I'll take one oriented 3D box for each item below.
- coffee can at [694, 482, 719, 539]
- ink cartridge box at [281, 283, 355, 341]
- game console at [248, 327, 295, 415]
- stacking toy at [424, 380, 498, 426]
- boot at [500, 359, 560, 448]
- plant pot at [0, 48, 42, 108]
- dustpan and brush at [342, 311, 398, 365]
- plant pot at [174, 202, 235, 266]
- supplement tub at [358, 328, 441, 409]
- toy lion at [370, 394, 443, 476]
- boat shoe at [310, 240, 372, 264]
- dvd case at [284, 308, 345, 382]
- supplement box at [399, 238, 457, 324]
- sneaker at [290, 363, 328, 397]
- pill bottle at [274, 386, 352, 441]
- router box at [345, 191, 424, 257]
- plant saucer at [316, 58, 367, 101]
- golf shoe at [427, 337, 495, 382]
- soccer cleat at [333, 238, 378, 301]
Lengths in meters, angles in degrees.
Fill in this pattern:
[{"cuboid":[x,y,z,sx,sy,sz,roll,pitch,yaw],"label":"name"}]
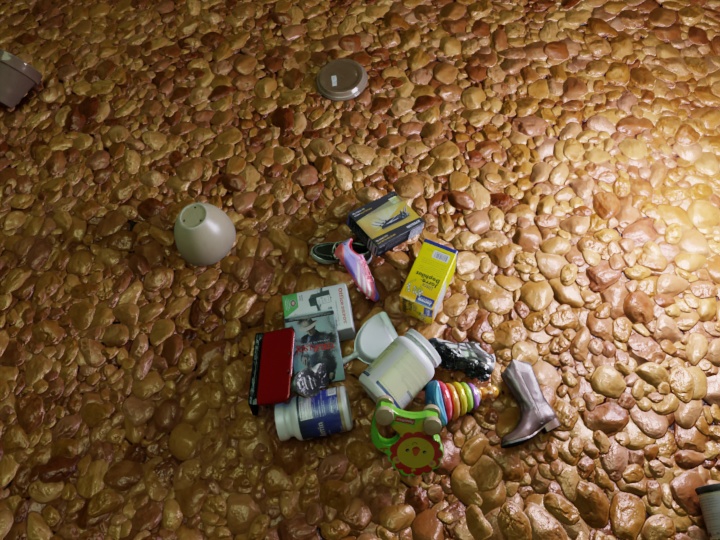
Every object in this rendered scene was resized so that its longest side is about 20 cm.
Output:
[{"cuboid":[0.865,0.593,1.302,0.142,0.147,0.205,-4,62,4],"label":"coffee can"},{"cuboid":[-0.120,0.135,1.680,0.194,0.084,0.150,-12,62,0],"label":"ink cartridge box"},{"cuboid":[-0.239,0.279,1.577,0.115,0.174,0.205,3,61,-3],"label":"game console"},{"cuboid":[0.277,0.337,1.533,0.195,0.110,0.119,-10,75,-12],"label":"stacking toy"},{"cuboid":[0.409,0.347,1.524,0.182,0.065,0.204,-15,65,-17],"label":"boot"},{"cuboid":[-1.359,-0.730,2.214,0.196,0.200,0.178,23,83,17],"label":"plant pot"},{"cuboid":[0.012,0.224,1.643,0.196,0.057,0.142,-25,75,-15],"label":"dustpan and brush"},{"cuboid":[-0.510,-0.137,1.834,0.194,0.135,0.205,-2,62,4],"label":"plant pot"},{"cuboid":[0.108,0.272,1.545,0.200,0.146,0.145,-43,66,-12],"label":"supplement tub"},{"cuboid":[0.117,0.428,1.454,0.194,0.196,0.069,12,21,-1],"label":"toy lion"},{"cuboid":[-0.061,-0.063,1.787,0.194,0.064,0.072,3,62,7],"label":"boat shoe"},{"cuboid":[-0.126,0.218,1.607,0.142,0.022,0.206,-9,99,1],"label":"dvd case"},{"cuboid":[0.199,0.031,1.685,0.107,0.110,0.203,20,66,15],"label":"supplement box"},{"cuboid":[-0.145,0.296,1.514,0.078,0.200,0.076,-18,83,12],"label":"sneaker"},{"cuboid":[-0.125,0.385,1.533,0.194,0.116,0.118,-12,61,1],"label":"pill bottle"},{"cuboid":[0.077,-0.147,1.791,0.198,0.053,0.158,-29,62,-30],"label":"router box"},{"cuboid":[-0.070,-0.716,2.147,0.194,0.030,0.205,-2,63,5],"label":"plant saucer"},{"cuboid":[0.281,0.233,1.604,0.197,0.079,0.094,27,44,22],"label":"golf shoe"},{"cuboid":[0.000,0.000,1.716,0.076,0.067,0.201,-39,85,9],"label":"soccer cleat"}]
